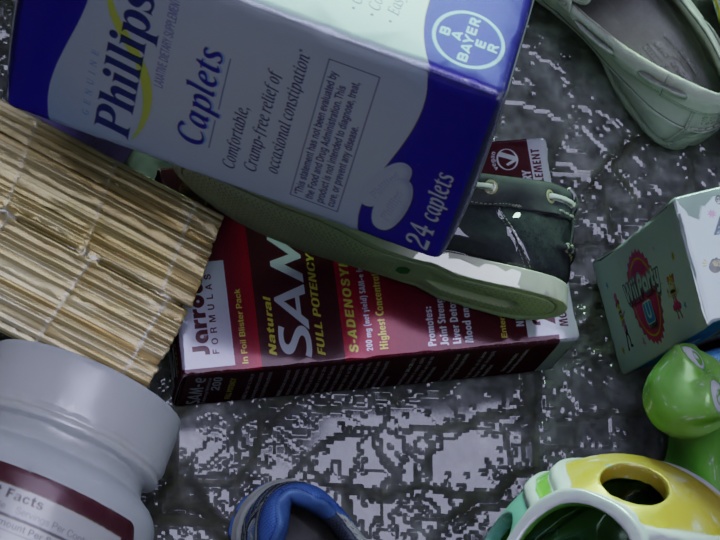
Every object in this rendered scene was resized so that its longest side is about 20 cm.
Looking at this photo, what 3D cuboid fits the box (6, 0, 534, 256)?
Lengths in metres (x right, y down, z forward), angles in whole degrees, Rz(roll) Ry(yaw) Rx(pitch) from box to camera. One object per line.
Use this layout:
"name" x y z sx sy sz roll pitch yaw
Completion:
"box" -0.024 -0.134 0.870 0.198 0.105 0.185 19 51 0

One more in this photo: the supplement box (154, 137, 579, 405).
"supplement box" 0.000 0.000 1.023 0.198 0.061 0.110 -6 74 -11

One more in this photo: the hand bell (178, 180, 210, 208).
"hand bell" -0.031 -0.113 1.009 0.104 0.104 0.201 31 65 1

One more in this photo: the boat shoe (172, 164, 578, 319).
"boat shoe" 0.009 -0.035 0.964 0.198 0.072 0.068 17 77 -13

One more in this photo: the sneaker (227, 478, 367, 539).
"sneaker" -0.001 0.186 0.950 0.077 0.085 0.201 -28 80 -17

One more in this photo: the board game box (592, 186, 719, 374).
"board game box" 0.229 -0.013 0.999 0.198 0.148 0.065 -13 81 -10

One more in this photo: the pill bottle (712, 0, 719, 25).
"pill bottle" 0.235 -0.160 1.084 0.103 0.105 0.202 -5 61 -11

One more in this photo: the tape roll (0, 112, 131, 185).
"tape roll" -0.195 -0.123 1.014 0.198 0.085 0.202 3 73 -9

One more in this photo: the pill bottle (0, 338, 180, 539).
"pill bottle" -0.161 0.141 0.920 0.113 0.114 0.202 23 70 -2

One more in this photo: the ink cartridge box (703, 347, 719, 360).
"ink cartridge box" 0.266 0.075 1.025 0.198 0.068 0.117 -15 82 -7

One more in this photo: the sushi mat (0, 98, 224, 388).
"sushi mat" -0.167 -0.026 0.942 0.199 0.012 0.096 28 81 -11

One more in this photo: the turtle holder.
"turtle holder" 0.126 0.142 0.929 0.185 0.132 0.141 -40 58 4

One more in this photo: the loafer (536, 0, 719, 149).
"loafer" 0.131 -0.156 1.091 0.070 0.070 0.200 -38 82 -19
